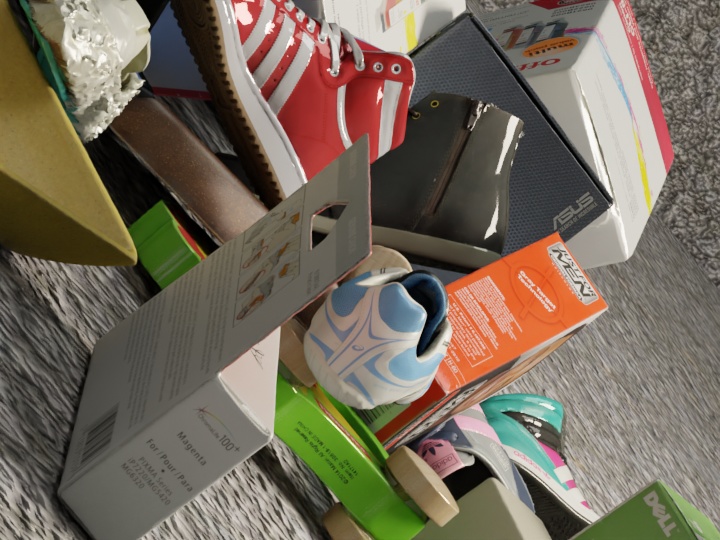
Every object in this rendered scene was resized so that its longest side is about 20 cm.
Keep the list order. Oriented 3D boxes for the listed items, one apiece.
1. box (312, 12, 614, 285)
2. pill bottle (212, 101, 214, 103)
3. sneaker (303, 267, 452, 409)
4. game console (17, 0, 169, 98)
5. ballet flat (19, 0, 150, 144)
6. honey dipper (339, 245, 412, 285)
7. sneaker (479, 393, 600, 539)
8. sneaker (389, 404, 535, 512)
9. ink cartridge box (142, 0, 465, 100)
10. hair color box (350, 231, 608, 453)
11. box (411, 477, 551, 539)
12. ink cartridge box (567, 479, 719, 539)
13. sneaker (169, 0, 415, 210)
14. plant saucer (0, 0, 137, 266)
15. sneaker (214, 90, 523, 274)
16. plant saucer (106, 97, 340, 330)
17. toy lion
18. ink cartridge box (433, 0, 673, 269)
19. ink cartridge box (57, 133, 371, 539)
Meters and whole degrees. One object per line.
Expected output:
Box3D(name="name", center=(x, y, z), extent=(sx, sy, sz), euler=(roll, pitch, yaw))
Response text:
Box3D(name="box", center=(0.040, -0.047, 1.910), extent=(0.158, 0.200, 0.051), euler=(53, 1, -6))
Box3D(name="pill bottle", center=(-0.020, -0.107, 2.084), extent=(0.200, 0.113, 0.113), euler=(48, 12, -26))
Box3D(name="sneaker", center=(0.022, 0.030, 1.551), extent=(0.072, 0.072, 0.200), euler=(54, 11, 1))
Box3D(name="game console", center=(-0.155, -0.196, 1.762), extent=(0.200, 0.116, 0.176), euler=(59, 12, 23))
Box3D(name="ballet flat", center=(-0.143, -0.120, 1.552), extent=(0.072, 0.072, 0.200), euler=(54, -9, 4))
Box3D(name="honey dipper", center=(0.000, 0.000, 1.763), extent=(0.038, 0.038, 0.200), euler=(52, -4, -7))
Box3D(name="sneaker", center=(0.126, 0.155, 1.992), extent=(0.200, 0.083, 0.121), euler=(47, 22, -29))
Box3D(name="sneaker", center=(0.043, 0.096, 1.826), extent=(0.200, 0.070, 0.082), euler=(52, 7, -2))
Box3D(name="ink cartridge box", center=(-0.040, -0.177, 1.883), extent=(0.200, 0.145, 0.084), euler=(-40, 130, -55))
Box3D(name="hair color box", center=(0.055, 0.048, 1.755), extent=(0.061, 0.101, 0.200), euler=(55, 35, 7))
Box3D(name="box", center=(0.093, 0.218, 1.627), extent=(0.068, 0.082, 0.200), euler=(42, 17, -46))
Box3D(name="ink cartridge box", center=(0.167, 0.182, 1.733), extent=(0.059, 0.200, 0.104), euler=(59, 11, 28))
Box3D(name="sneaker", center=(-0.039, -0.141, 1.721), extent=(0.071, 0.112, 0.201), euler=(33, -32, 61))
Box3D(name="plant saucer", center=(-0.206, -0.095, 1.396), extent=(0.200, 0.048, 0.200), euler=(38, 18, -57))
Box3D(name="sneaker", center=(-0.001, -0.068, 1.839), extent=(0.199, 0.107, 0.075), euler=(13, -6, -3))
Box3D(name="plant saucer", center=(-0.074, -0.032, 1.693), extent=(0.200, 0.034, 0.200), euler=(47, -1, 2))
Box3D(name="toy lion", center=(-0.048, 0.052, 1.614), extent=(0.200, 0.069, 0.192), euler=(48, 4, -31))
Box3D(name="ink cartridge box", center=(0.119, -0.092, 2.043), extent=(0.200, 0.145, 0.145), euler=(-59, 134, -64))
Box3D(name="ink cartridge box", center=(-0.052, 0.029, 1.328), extent=(0.044, 0.173, 0.200), euler=(51, 11, -14))
